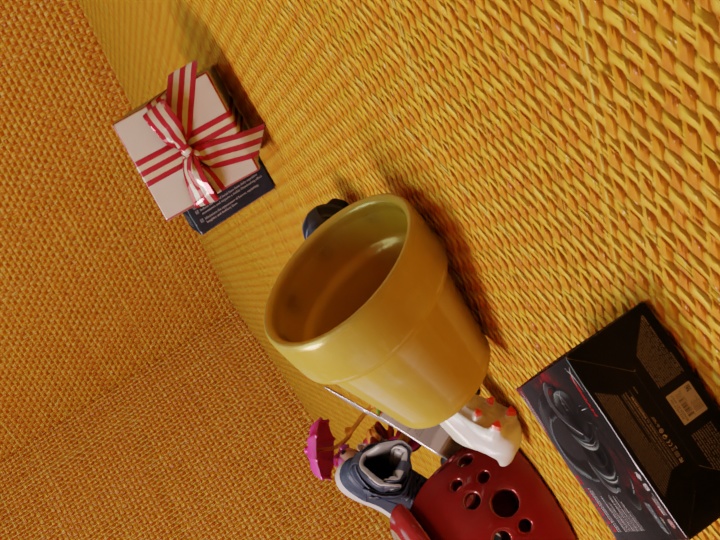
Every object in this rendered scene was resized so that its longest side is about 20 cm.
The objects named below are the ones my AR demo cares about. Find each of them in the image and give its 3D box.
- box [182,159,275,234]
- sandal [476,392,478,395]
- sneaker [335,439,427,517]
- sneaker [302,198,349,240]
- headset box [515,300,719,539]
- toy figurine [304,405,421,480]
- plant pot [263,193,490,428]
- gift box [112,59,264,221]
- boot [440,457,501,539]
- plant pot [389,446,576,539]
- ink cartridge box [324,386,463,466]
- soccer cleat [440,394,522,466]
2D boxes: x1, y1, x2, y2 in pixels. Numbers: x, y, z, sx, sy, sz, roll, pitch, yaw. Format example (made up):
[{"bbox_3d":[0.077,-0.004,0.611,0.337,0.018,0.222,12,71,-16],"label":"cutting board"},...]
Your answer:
[{"bbox_3d":[-0.257,-0.185,2.110,0.202,0.147,0.107,61,169,-15],"label":"box"},{"bbox_3d":[0.088,0.146,1.610,0.080,0.057,0.201,55,156,1],"label":"sandal"},{"bbox_3d":[0.074,0.309,1.832,0.200,0.078,0.146,21,152,-8],"label":"sneaker"},{"bbox_3d":[0.001,-0.001,1.619,0.203,0.077,0.147,49,-170,-34],"label":"sneaker"},{"bbox_3d":[0.200,0.121,0.968,0.150,0.077,0.200,57,169,7],"label":"headset box"},{"bbox_3d":[0.006,0.256,1.960,0.200,0.184,0.150,49,-177,34],"label":"toy figurine"},{"bbox_3d":[0.032,0.056,1.334,0.189,0.201,0.201,44,177,-28],"label":"plant pot"},{"bbox_3d":[-0.246,-0.206,1.920,0.186,0.199,0.187,56,-174,-14],"label":"gift box"},{"bbox_3d":[0.168,0.325,1.840,0.200,0.071,0.146,50,-157,-61],"label":"boot"},{"bbox_3d":[0.144,0.325,1.585,0.202,0.181,0.201,58,171,14],"label":"plant pot"},{"bbox_3d":[0.057,0.192,1.692,0.175,0.045,0.200,29,174,18],"label":"ink cartridge box"},{"bbox_3d":[0.103,0.154,1.493,0.199,0.069,0.078,36,143,32],"label":"soccer cleat"}]
